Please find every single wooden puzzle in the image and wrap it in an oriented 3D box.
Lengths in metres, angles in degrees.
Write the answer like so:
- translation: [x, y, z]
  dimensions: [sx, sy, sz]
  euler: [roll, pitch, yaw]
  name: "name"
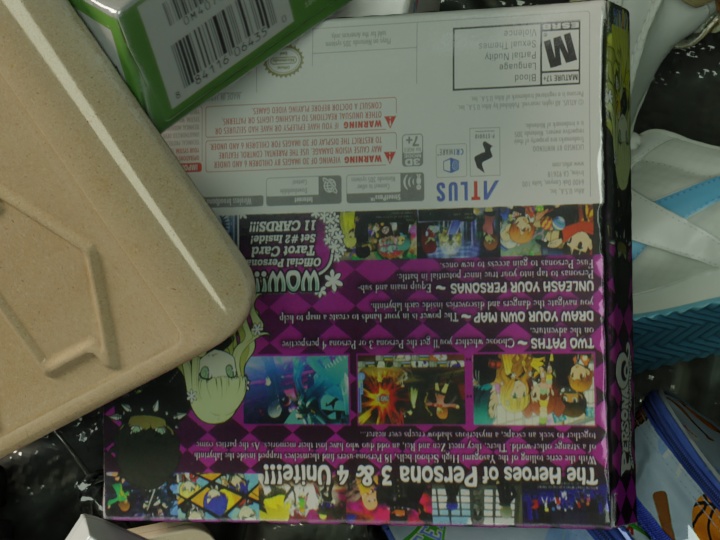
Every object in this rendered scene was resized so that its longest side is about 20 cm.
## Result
- translation: [-0.150, -0.027, 0.920]
  dimensions: [0.200, 0.046, 0.186]
  euler: [-28, 101, 36]
  name: "wooden puzzle"

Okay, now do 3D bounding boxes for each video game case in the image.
- translation: [0.000, 0.000, 0.916]
  dimensions: [0.199, 0.036, 0.183]
  euler: [-2, 87, 23]
  name: "video game case"

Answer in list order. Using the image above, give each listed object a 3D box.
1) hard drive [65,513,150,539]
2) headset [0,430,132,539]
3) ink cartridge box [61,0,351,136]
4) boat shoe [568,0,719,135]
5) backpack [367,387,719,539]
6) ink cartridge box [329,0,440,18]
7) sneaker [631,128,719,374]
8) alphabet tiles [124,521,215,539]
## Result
- translation: [-0.100, 0.201, 0.979]
  dimensions: [0.131, 0.027, 0.201]
  euler: [27, 104, -25]
  name: "hard drive"
- translation: [-0.172, 0.070, 1.040]
  dimensions: [0.199, 0.094, 0.124]
  euler: [14, 92, 17]
  name: "headset"
- translation: [-0.101, -0.135, 0.937]
  dimensions: [0.104, 0.059, 0.200]
  euler: [-37, 47, -22]
  name: "ink cartridge box"
- translation: [0.121, -0.124, 1.005]
  dimensions: [0.068, 0.075, 0.201]
  euler: [13, 78, 6]
  name: "boat shoe"
- translation: [0.100, 0.128, 0.970]
  dimensions: [0.190, 0.200, 0.154]
  euler: [41, 89, 11]
  name: "backpack"
- translation: [-0.012, -0.063, 1.011]
  dimensions: [0.067, 0.117, 0.201]
  euler: [9, 93, 7]
  name: "ink cartridge box"
- translation: [0.102, -0.007, 1.028]
  dimensions: [0.199, 0.077, 0.081]
  euler: [-9, 66, 10]
  name: "sneaker"
- translation: [-0.093, 0.191, 0.999]
  dimensions: [0.194, 0.015, 0.201]
  euler: [-11, 117, -10]
  name: "alphabet tiles"
